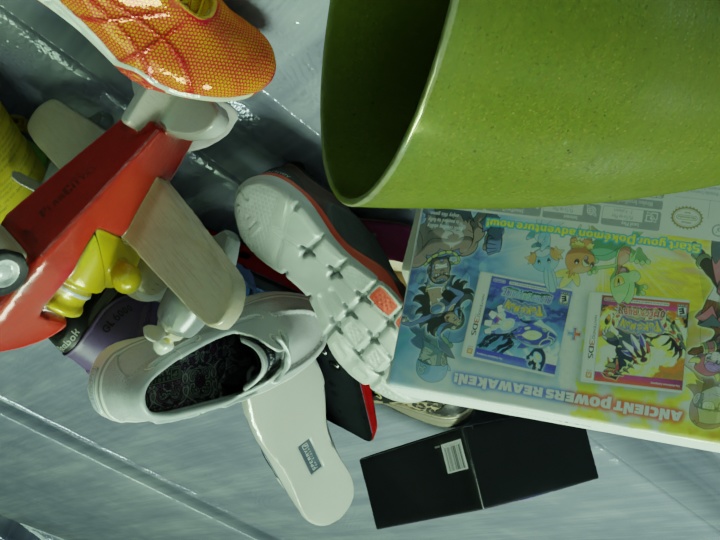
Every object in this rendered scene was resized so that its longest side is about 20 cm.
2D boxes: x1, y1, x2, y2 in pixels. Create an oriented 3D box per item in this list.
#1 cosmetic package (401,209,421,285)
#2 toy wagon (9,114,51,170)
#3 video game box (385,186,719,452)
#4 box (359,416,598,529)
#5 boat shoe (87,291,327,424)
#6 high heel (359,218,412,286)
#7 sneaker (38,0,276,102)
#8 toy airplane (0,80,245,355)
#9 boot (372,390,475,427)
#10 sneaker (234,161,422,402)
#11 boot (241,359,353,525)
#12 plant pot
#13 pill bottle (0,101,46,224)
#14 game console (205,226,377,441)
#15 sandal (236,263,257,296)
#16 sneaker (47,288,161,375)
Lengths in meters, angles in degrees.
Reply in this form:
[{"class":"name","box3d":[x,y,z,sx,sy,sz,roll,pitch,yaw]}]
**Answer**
[{"class":"cosmetic package","box3d":[0.136,-0.011,0.678,0.197,0.105,0.088,9,155,18]},{"class":"toy wagon","box3d":[-0.271,-0.058,0.905,0.153,0.040,0.201,12,153,11]},{"class":"video game box","box3d":[0.128,-0.006,0.598,0.197,0.185,0.047,8,166,19]},{"class":"box","box3d":[0.110,0.192,1.049,0.139,0.080,0.200,-10,168,-31]},{"class":"boat shoe","box3d":[-0.085,0.058,0.730,0.068,0.073,0.198,8,-170,44]},{"class":"high heel","box3d":[0.044,0.028,0.813,0.197,0.097,0.068,18,154,-2]},{"class":"sneaker","box3d":[-0.123,-0.159,0.588,0.199,0.074,0.077,30,141,-30]},{"class":"toy airplane","box3d":[-0.152,-0.038,0.698,0.196,0.202,0.142,-8,144,18]},{"class":"boot","box3d":[0.008,0.062,0.932,0.197,0.074,0.151,17,151,15]},{"class":"sneaker","box3d":[0.000,0.000,0.763,0.077,0.082,0.201,-32,100,35]},{"class":"boot","box3d":[-0.069,0.121,0.911,0.090,0.072,0.202,35,146,51]},{"class":"plant pot","box3d":[0.102,-0.107,0.460,0.197,0.190,0.187,8,157,-16]},{"class":"pill bottle","box3d":[-0.298,-0.083,0.765,0.111,0.113,0.202,-1,131,33]},{"class":"game console","box3d":[-0.076,0.053,0.913,0.198,0.031,0.179,24,142,29]},{"class":"sandal","box3d":[-0.132,0.025,0.858,0.079,0.088,0.199,13,-175,-36]},{"class":"sneaker","box3d":[-0.183,-0.006,0.801,0.087,0.201,0.076,35,117,-29]}]
